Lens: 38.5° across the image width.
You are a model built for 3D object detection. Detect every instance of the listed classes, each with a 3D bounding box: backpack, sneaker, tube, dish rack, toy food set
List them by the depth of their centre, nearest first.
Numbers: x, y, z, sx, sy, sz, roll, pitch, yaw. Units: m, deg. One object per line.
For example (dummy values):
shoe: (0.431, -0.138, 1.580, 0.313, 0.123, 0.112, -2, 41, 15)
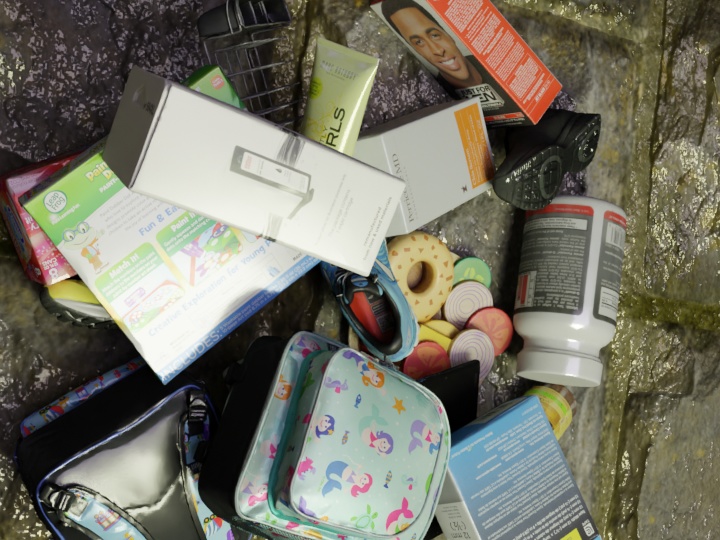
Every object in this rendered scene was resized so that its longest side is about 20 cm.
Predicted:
backpack: (-0.014, 0.157, 0.883, 0.200, 0.150, 0.178, 32, 67, -33)
backpack: (-0.197, 0.204, 0.946, 0.182, 0.134, 0.201, -33, 121, -21)
tube: (-0.035, -0.112, 0.969, 0.058, 0.052, 0.201, 13, 110, -5)
sneaker: (-0.203, 0.010, 0.973, 0.199, 0.078, 0.091, 1, 84, -34)
dish rack: (-0.091, -0.158, 0.983, 0.054, 0.153, 0.201, -11, 102, 17)
sneaker: (0.000, 0.000, 1.040, 0.078, 0.090, 0.201, -31, 89, 5)
toy food set: (0.078, 0.069, 1.136, 0.197, 0.049, 0.201, 27, 80, -27)
sneaker: (0.191, -0.128, 1.148, 0.200, 0.090, 0.076, -34, 137, -46)

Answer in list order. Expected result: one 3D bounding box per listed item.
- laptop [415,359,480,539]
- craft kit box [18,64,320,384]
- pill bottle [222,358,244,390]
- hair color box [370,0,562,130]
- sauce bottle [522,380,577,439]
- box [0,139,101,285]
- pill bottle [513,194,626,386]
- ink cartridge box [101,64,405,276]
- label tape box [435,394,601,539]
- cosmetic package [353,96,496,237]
laptop: (0.021, 0.192, 1.099, 0.200, 0.116, 0.188, -12, 110, -47)
craft kit box: (-0.152, -0.039, 0.889, 0.200, 0.048, 0.198, -38, 116, -13)
pill bottle: (-0.064, 0.177, 0.996, 0.110, 0.111, 0.201, -24, 99, -25)
hair color box: (0.114, -0.241, 1.109, 0.200, 0.101, 0.061, 43, 73, -22)
sauce bottle: (0.176, 0.201, 1.156, 0.200, 0.065, 0.065, -43, 113, -42)
box: (-0.220, -0.070, 0.939, 0.199, 0.095, 0.100, -24, 106, -25)
pill bottle: (0.234, 0.024, 1.168, 0.115, 0.116, 0.201, 15, 78, -28)
ink cartridge box: (-0.088, -0.079, 0.805, 0.199, 0.146, 0.085, 20, 96, -25)
label tape box: (0.156, 0.249, 1.052, 0.143, 0.066, 0.201, -23, 90, -34)
cosmetic package: (0.060, -0.108, 1.060, 0.200, 0.071, 0.102, -30, 109, -50)
